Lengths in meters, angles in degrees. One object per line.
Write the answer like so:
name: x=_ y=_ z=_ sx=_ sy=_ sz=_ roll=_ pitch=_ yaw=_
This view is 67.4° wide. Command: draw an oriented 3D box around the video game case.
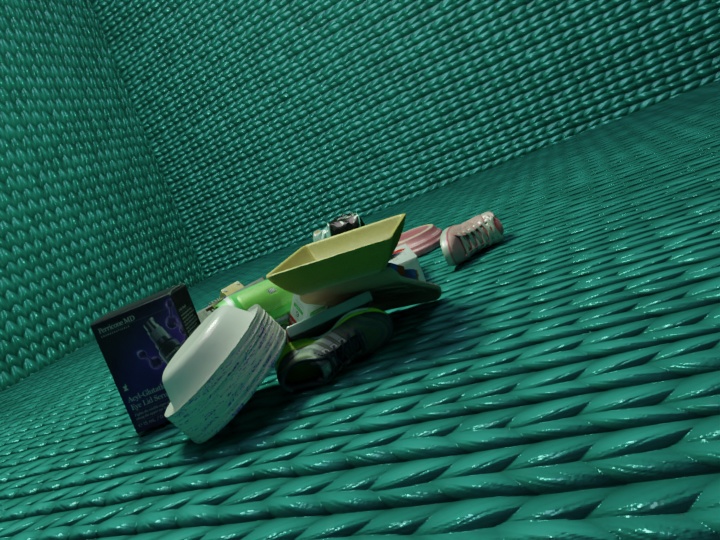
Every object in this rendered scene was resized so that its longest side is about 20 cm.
video game case: x=-0.056 y=0.092 z=0.898 sx=0.139 sy=0.018 sz=0.201 roll=-24 pitch=-12 yaw=-13

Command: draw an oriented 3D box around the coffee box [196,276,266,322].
coffee box: x=-0.272 y=0.114 z=1.169 sx=0.198 sy=0.080 sz=0.116 roll=-32 pitch=-21 yaw=-42

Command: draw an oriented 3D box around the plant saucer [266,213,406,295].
plant saucer: x=-0.023 y=-0.022 z=0.835 sx=0.194 sy=0.050 sz=0.200 roll=-17 pitch=12 yaw=16

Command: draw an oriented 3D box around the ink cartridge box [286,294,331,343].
ink cartridge box: x=-0.075 y=0.068 z=1.001 sx=0.107 sy=0.050 sz=0.204 roll=-26 pitch=-35 yaw=-36

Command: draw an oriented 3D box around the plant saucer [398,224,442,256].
plant saucer: x=0.136 y=-0.074 z=1.464 sx=0.195 sy=0.052 sz=0.201 roll=-22 pitch=9 yaw=4

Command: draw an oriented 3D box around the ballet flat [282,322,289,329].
ballet flat: x=-0.158 y=0.119 z=1.100 sx=0.070 sy=0.070 sz=0.200 roll=-12 pitch=5 yaw=-1

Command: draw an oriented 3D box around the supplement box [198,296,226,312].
supplement box: x=-0.344 y=0.140 z=1.276 sx=0.099 sy=0.106 sz=0.199 roll=-14 pitch=12 yaw=36

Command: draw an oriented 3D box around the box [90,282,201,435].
box: x=-0.344 y=0.147 z=0.933 sx=0.144 sy=0.206 sz=0.104 roll=-22 pitch=9 yaw=-1

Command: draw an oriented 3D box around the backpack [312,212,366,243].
backpack: x=-0.035 y=-0.047 z=1.346 sx=0.148 sy=0.182 sz=0.200 roll=-16 pitch=6 yaw=10

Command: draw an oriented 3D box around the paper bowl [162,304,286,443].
paper bowl: x=-0.206 y=0.134 z=0.782 sx=0.200 sy=0.104 sz=0.202 roll=-43 pitch=14 yaw=14

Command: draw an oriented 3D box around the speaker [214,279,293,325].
speaker: x=-0.169 y=0.061 z=1.015 sx=0.196 sy=0.091 sz=0.088 roll=-25 pitch=10 yaw=-30

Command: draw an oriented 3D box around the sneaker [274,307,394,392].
sneaker: x=-0.037 y=0.124 z=0.787 sx=0.196 sy=0.075 sz=0.081 roll=-28 pitch=19 yaw=4

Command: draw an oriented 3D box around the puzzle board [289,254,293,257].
puzzle board: x=-0.163 y=0.035 z=1.376 sx=0.017 sy=0.156 sz=0.199 roll=17 pitch=-8 yaw=-24

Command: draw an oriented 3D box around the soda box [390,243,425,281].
soda box: x=0.090 y=-0.005 z=1.159 sx=0.066 sy=0.065 sz=0.200 roll=-22 pitch=10 yaw=2

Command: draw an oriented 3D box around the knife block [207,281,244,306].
knife block: x=-0.335 y=0.132 z=1.470 sx=0.063 sy=0.198 sz=0.179 roll=-31 pitch=-32 yaw=-45

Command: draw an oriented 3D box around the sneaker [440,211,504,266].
sneaker: x=0.242 y=-0.075 z=1.141 sx=0.103 sy=0.077 sz=0.199 roll=-22 pitch=4 yaw=34

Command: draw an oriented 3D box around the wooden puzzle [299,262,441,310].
wooden puzzle: x=0.021 y=0.027 z=0.903 sx=0.180 sy=0.048 sz=0.198 roll=-14 pitch=-18 yaw=28
